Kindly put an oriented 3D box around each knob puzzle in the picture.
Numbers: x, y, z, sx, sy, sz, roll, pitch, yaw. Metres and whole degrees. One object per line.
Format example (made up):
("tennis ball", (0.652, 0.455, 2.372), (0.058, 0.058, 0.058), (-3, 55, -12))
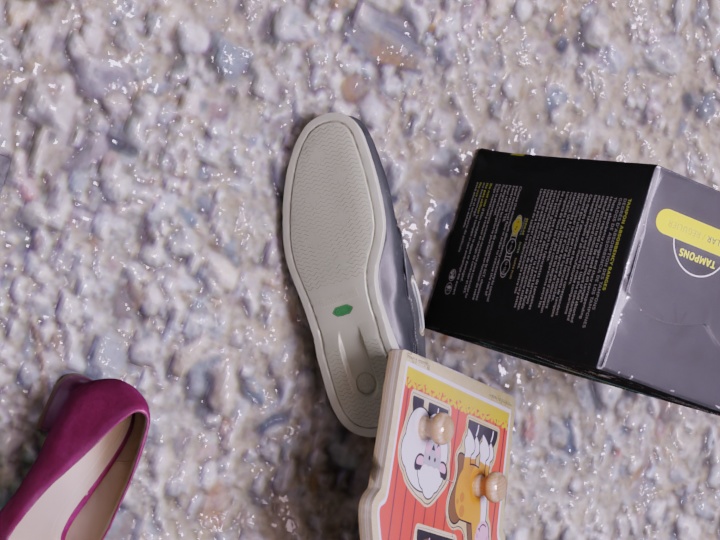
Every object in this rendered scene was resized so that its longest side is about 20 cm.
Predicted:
("knob puzzle", (0.056, 0.163, 1.197), (0.219, 0.030, 0.220), (-7, 98, -62))

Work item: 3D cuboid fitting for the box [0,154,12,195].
("box", (-0.304, -0.027, 1.042), (0.200, 0.038, 0.137), (18, 87, -29))

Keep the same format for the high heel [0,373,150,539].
("high heel", (-0.170, 0.158, 1.104), (0.067, 0.096, 0.201), (25, 84, -29))

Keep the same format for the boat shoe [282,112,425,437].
("boat shoe", (0.000, 0.000, 1.208), (0.068, 0.072, 0.201), (-21, 101, -63))

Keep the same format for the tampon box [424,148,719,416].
("tampon box", (0.165, 0.008, 1.212), (0.150, 0.200, 0.127), (19, 87, -30))
